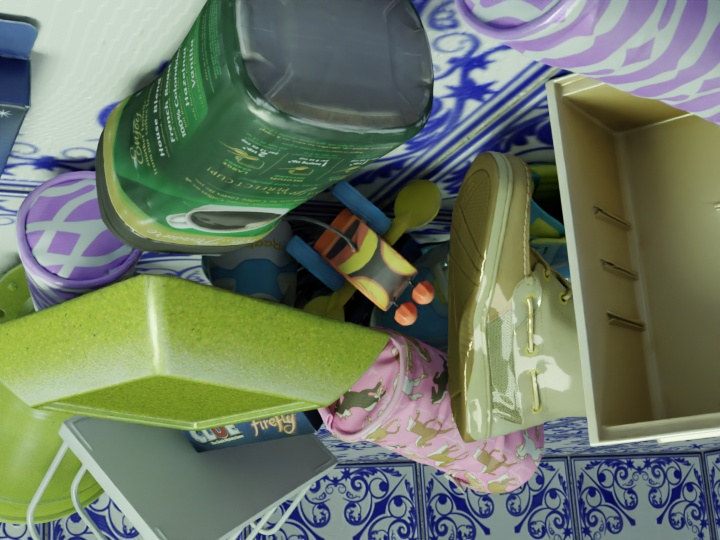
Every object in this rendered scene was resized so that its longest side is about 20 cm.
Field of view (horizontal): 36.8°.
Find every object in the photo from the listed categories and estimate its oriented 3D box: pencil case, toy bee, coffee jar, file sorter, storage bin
[{"bbox_3d":[-0.185,0.002,0.742,0.085,0.085,0.200,-20,170,-17],"label":"pencil case"},{"bbox_3d":[0.000,0.000,0.723,0.131,0.109,0.200,-54,166,22],"label":"toy bee"},{"bbox_3d":[0.125,-0.111,0.449,0.199,0.085,0.085,11,-178,-41],"label":"pencil case"},{"bbox_3d":[0.054,0.105,0.789,0.082,0.087,0.199,1,159,42],"label":"pencil case"},{"bbox_3d":[-0.058,-0.070,0.530,0.103,0.086,0.199,2,164,-32],"label":"coffee jar"},{"bbox_3d":[-0.147,0.178,0.885,0.199,0.139,0.125,-22,152,-53],"label":"file sorter"},{"bbox_3d":[0.216,-0.020,0.565,0.197,0.203,0.093,-14,164,33],"label":"storage bin"}]

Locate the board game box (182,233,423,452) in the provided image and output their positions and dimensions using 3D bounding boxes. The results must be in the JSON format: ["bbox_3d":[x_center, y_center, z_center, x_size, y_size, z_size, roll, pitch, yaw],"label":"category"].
[{"bbox_3d":[-0.043,0.056,0.855,0.135,0.200,0.035,-18,115,41],"label":"board game box"}]

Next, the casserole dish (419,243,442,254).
[{"bbox_3d":[0.090,0.016,0.989,0.120,0.039,0.200,-2,166,-6],"label":"casserole dish"}]

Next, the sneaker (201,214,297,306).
[{"bbox_3d":[-0.086,0.008,0.827,0.075,0.082,0.200,-4,166,-4],"label":"sneaker"}]

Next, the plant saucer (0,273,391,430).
[{"bbox_3d":[-0.114,0.064,0.691,0.198,0.048,0.199,-16,156,40],"label":"plant saucer"}]

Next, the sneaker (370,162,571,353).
[{"bbox_3d":[0.086,-0.012,0.760,0.199,0.080,0.131,-30,159,3],"label":"sneaker"}]

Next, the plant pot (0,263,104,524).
[{"bbox_3d":[-0.266,0.089,0.915,0.198,0.203,0.193,3,152,-26],"label":"plant pot"}]

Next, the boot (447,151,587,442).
[{"bbox_3d":[0.135,0.016,0.681,0.153,0.202,0.073,-4,-152,-6],"label":"boot"}]

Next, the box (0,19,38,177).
[{"bbox_3d":[-0.242,-0.079,0.560,0.120,0.033,0.200,3,162,-25],"label":"box"}]
